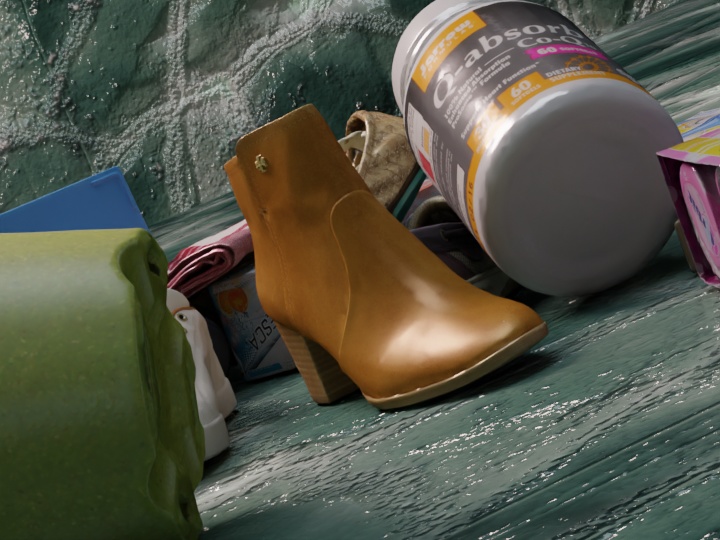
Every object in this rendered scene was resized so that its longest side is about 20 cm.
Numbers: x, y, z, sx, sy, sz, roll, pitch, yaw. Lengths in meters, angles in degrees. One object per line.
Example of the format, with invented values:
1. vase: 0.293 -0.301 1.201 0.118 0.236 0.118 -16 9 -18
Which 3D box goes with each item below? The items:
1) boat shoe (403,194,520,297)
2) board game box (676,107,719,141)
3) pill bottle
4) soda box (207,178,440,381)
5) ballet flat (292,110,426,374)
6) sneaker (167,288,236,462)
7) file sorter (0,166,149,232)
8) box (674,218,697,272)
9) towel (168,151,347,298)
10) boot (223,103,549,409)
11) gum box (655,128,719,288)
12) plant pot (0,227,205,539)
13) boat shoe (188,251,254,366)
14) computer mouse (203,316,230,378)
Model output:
1. boat shoe: 0.055 -0.012 1.216 0.071 0.065 0.200 -20 6 19
2. board game box: 0.236 -0.078 1.303 0.135 0.035 0.199 -26 7 -35
3. pill bottle: 0.088 -0.076 1.144 0.116 0.117 0.200 -22 29 -7
4. soda box: 0.000 0.000 1.308 0.068 0.064 0.199 -17 8 42
5. ballet flat: -0.015 -0.019 1.213 0.201 0.065 0.071 -63 -3 -45
6. sneaker: -0.110 0.058 1.099 0.072 0.085 0.200 -19 8 2
7. file sorter: -0.226 0.042 1.385 0.122 0.140 0.200 -25 2 37
8. box: 0.258 -0.055 1.057 0.199 0.033 0.121 -19 7 19
9. towel: -0.091 -0.012 1.345 0.144 0.023 0.200 -32 6 29
10. boot: 0.000 -0.011 1.029 0.070 0.145 0.201 -26 8 -31
11. gum box: 0.205 -0.035 0.892 0.113 0.067 0.200 -21 6 -2
12. plant pot: -0.163 0.062 0.872 0.182 0.202 0.200 -9 7 3
13. boat shoe: -0.050 0.004 1.413 0.200 0.072 0.066 -32 16 -35
14. computer mouse: -0.179 0.066 1.209 0.198 0.141 0.046 9 -29 7
